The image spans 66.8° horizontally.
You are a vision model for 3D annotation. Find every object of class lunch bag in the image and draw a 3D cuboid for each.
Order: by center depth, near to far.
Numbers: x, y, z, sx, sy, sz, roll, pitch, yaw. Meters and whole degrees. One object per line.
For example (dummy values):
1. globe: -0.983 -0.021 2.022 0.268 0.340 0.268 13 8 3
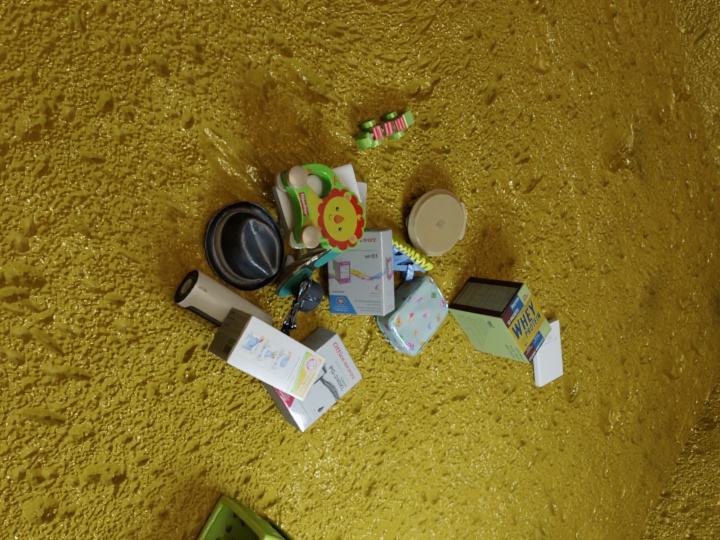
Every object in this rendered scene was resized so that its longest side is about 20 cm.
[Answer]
1. lunch bag: 0.141 0.124 1.472 0.200 0.077 0.161 -47 120 -23

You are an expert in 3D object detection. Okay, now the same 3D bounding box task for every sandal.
1. sandal: 0.098 -0.036 1.429 0.200 0.080 0.087 35 106 -23

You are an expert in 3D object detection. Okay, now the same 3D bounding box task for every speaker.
1. speaker: -0.285 0.081 1.156 0.200 0.081 0.081 38 73 -33

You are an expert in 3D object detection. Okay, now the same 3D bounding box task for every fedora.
1. fedora: -0.231 -0.049 1.173 0.200 0.092 0.201 -4 97 -35

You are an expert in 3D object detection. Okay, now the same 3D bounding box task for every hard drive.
1. hard drive: -0.089 -0.150 1.223 0.200 0.026 0.132 -23 105 -30
2. hard drive: 0.640 0.280 1.870 0.132 0.026 0.200 -16 104 -34

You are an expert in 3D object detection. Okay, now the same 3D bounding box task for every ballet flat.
1. ballet flat: -0.127 -0.024 1.256 0.200 0.072 0.068 -40 155 3

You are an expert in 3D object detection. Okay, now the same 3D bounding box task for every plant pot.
1. plant pot: -0.239 0.638 1.177 0.181 0.199 0.200 42 70 -37

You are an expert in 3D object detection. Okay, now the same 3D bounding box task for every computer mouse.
1. computer mouse: -0.123 0.086 1.216 0.046 0.200 0.141 23 85 3

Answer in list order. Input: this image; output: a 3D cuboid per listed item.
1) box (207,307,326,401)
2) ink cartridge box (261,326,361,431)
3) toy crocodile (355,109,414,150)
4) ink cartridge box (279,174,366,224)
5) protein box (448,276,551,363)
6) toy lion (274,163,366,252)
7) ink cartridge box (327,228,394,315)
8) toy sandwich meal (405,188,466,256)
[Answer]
1. box: -0.189 0.172 1.117 0.200 0.112 0.101 36 75 -31
2. ink cartridge box: -0.114 0.253 1.293 0.200 0.083 0.145 -39 114 -25
3. toy crocodile: 0.065 -0.358 1.379 0.200 0.062 0.068 -30 111 -31
4. ink cartridge box: -0.086 -0.160 1.285 0.200 0.067 0.116 1 93 -35
5. protein box: 0.405 0.140 1.587 0.135 0.200 0.199 -50 120 -21
6. toy lion: -0.074 -0.134 1.183 0.191 0.069 0.200 -18 100 -37
7. ink cartridge box: 0.000 0.000 1.305 0.085 0.144 0.200 -17 106 -68
8. toy sandwich meal: 0.205 -0.136 1.503 0.205 0.070 0.206 -8 107 -27
